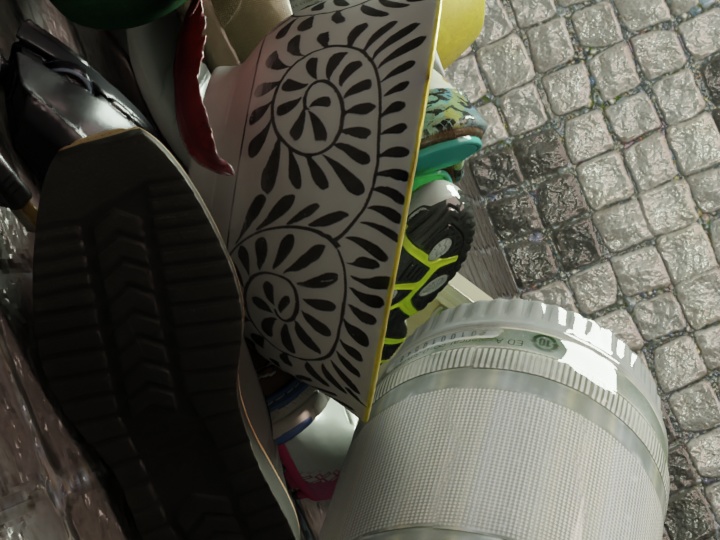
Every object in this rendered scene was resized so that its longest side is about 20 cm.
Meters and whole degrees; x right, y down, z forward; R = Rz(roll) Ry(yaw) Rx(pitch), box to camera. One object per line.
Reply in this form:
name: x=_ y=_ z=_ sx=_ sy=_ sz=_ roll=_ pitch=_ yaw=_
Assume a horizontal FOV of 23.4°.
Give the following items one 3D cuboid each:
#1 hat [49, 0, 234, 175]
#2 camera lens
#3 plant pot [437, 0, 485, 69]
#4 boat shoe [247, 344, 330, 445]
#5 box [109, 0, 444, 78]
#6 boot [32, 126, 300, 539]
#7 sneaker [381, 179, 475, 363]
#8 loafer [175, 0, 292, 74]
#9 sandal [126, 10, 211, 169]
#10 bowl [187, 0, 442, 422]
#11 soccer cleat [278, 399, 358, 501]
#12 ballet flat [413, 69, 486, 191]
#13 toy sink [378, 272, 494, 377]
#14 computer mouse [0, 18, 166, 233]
hat: x=-0.108 y=-0.110 z=0.762 sx=0.200 sy=0.165 sz=0.177 roll=53 pitch=41 yaw=-77
camera lens: x=0.062 y=0.131 z=0.827 sx=0.160 sy=0.160 sz=0.200 roll=63 pitch=29 yaw=-31
plant pot: x=0.012 y=-0.213 z=1.331 sx=0.200 sy=0.142 sz=0.201 roll=166 pitch=-90 yaw=-76
boat shoe: x=-0.042 y=0.021 z=0.884 sx=0.200 sy=0.072 sz=0.073 roll=-81 pitch=147 yaw=-73
box: x=-0.059 y=-0.171 z=0.983 sx=0.200 sy=0.152 sz=0.107 roll=55 pitch=17 yaw=-58
boot: x=-0.078 y=0.025 z=0.699 sx=0.138 sy=0.077 sz=0.201 roll=-101 pitch=180 yaw=-68
sneaker: x=0.000 y=0.000 z=1.017 sx=0.077 sy=0.075 sz=0.200 roll=58 pitch=-35 yaw=15
loafer: x=-0.031 y=-0.083 z=0.888 sx=0.200 sy=0.067 sz=0.076 roll=61 pitch=1 yaw=-22
sandal: x=-0.081 y=-0.065 z=0.945 sx=0.203 sy=0.050 sz=0.083 roll=53 pitch=33 yaw=-43
bowl: x=-0.025 y=-0.040 z=0.766 sx=0.201 sy=0.094 sz=0.201 roll=10 pitch=90 yaw=-90
soccer cleat: x=0.006 y=0.090 z=0.963 sx=0.200 sy=0.086 sz=0.070 roll=42 pitch=27 yaw=-70
ballet flat: x=0.028 y=-0.080 z=0.973 sx=0.200 sy=0.074 sz=0.074 roll=117 pitch=-48 yaw=-81
toy sink: x=0.076 y=0.083 z=1.194 sx=0.130 sy=0.112 sz=0.200 roll=36 pitch=4 yaw=5
computer mouse: x=-0.114 y=-0.048 z=0.702 sx=0.141 sy=0.046 sz=0.200 roll=-102 pitch=167 yaw=-55
